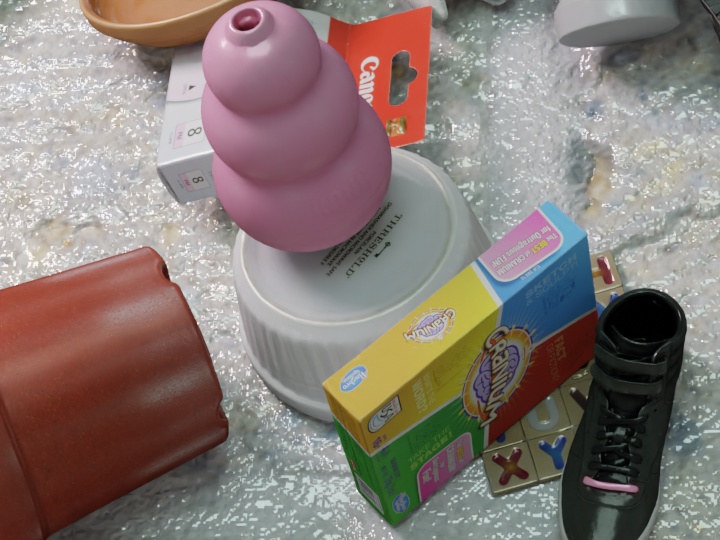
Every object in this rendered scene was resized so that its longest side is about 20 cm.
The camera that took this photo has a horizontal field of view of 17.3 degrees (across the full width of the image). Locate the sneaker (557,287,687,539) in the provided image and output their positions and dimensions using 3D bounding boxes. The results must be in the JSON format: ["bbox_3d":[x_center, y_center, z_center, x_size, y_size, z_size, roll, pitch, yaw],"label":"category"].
[{"bbox_3d":[0.172,0.100,1.575,0.070,0.099,0.201,10,61,15],"label":"sneaker"}]

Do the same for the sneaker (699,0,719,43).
[{"bbox_3d":[0.274,-0.208,1.746,0.075,0.088,0.201,-22,80,0],"label":"sneaker"}]

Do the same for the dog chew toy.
[{"bbox_3d":[-0.050,-0.102,1.580,0.124,0.200,0.125,-7,54,10],"label":"dog chew toy"}]

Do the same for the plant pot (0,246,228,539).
[{"bbox_3d":[-0.206,0.086,1.623,0.195,0.201,0.201,-22,55,-14],"label":"plant pot"}]

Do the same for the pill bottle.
[{"bbox_3d":[0.182,-0.276,1.783,0.115,0.116,0.201,-8,82,6],"label":"pill bottle"}]

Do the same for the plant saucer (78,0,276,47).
[{"bbox_3d":[-0.125,-0.236,1.867,0.199,0.038,0.200,-16,33,10],"label":"plant saucer"}]

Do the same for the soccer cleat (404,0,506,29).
[{"bbox_3d":[0.115,-0.259,1.860,0.200,0.070,0.087,-31,79,-13],"label":"soccer cleat"}]

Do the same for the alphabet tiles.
[{"bbox_3d":[0.116,0.061,1.674,0.166,0.006,0.201,-16,55,1],"label":"alphabet tiles"}]

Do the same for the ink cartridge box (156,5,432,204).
[{"bbox_3d":[-0.050,-0.141,1.779,0.199,0.057,0.163,-17,42,20],"label":"ink cartridge box"}]

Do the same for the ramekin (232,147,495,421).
[{"bbox_3d":[0.000,0.000,1.678,0.201,0.094,0.203,-8,53,10],"label":"ramekin"}]

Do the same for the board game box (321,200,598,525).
[{"bbox_3d":[0.073,0.064,1.586,0.200,0.153,0.040,-39,59,-14],"label":"board game box"}]
